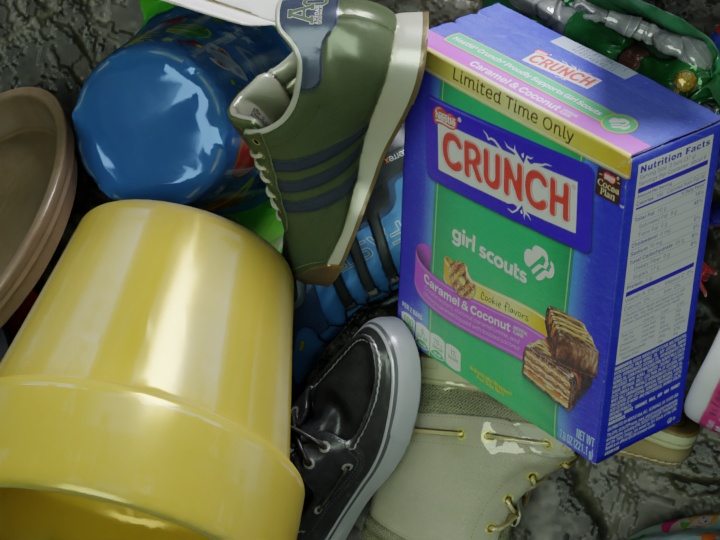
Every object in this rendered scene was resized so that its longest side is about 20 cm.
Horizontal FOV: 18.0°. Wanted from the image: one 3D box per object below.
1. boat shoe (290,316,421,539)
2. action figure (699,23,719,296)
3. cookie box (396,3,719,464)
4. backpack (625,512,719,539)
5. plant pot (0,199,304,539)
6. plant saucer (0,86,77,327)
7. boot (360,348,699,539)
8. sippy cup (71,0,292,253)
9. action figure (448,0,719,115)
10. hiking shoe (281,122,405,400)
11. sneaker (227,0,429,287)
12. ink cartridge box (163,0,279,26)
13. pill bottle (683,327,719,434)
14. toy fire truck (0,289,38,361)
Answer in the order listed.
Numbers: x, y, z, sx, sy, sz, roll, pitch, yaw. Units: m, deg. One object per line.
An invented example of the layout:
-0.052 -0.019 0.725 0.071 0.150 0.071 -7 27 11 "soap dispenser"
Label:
-0.028 0.110 1.369 0.070 0.066 0.200 58 136 33 "boat shoe"
0.213 -0.061 1.286 0.099 0.065 0.200 44 114 40 "action figure"
0.103 -0.022 1.263 0.171 0.075 0.200 33 133 38 "cookie box"
0.223 0.230 1.313 0.200 0.151 0.178 -5 100 21 "backpack"
-0.119 0.073 1.273 0.201 0.201 0.189 7 64 15 "plant pot"
-0.232 -0.017 1.329 0.200 0.200 0.029 -40 126 19 "plant saucer"
0.097 0.131 1.363 0.200 0.072 0.155 13 102 21 "boot"
-0.104 -0.091 1.349 0.178 0.130 0.140 32 106 9 "sippy cup"
0.135 -0.119 1.283 0.200 0.055 0.118 28 119 33 "action figure"
0.000 0.000 1.365 0.087 0.074 0.200 28 106 10 "hiking shoe"
-0.032 -0.076 1.255 0.090 0.067 0.200 13 136 -11 "sneaker"
-0.073 -0.189 1.285 0.117 0.200 0.067 19 105 12 "ink cartridge box"
0.293 0.075 1.275 0.200 0.113 0.113 27 106 10 "pill bottle"
-0.207 0.088 1.419 0.129 0.176 0.200 -25 135 18 "toy fire truck"
